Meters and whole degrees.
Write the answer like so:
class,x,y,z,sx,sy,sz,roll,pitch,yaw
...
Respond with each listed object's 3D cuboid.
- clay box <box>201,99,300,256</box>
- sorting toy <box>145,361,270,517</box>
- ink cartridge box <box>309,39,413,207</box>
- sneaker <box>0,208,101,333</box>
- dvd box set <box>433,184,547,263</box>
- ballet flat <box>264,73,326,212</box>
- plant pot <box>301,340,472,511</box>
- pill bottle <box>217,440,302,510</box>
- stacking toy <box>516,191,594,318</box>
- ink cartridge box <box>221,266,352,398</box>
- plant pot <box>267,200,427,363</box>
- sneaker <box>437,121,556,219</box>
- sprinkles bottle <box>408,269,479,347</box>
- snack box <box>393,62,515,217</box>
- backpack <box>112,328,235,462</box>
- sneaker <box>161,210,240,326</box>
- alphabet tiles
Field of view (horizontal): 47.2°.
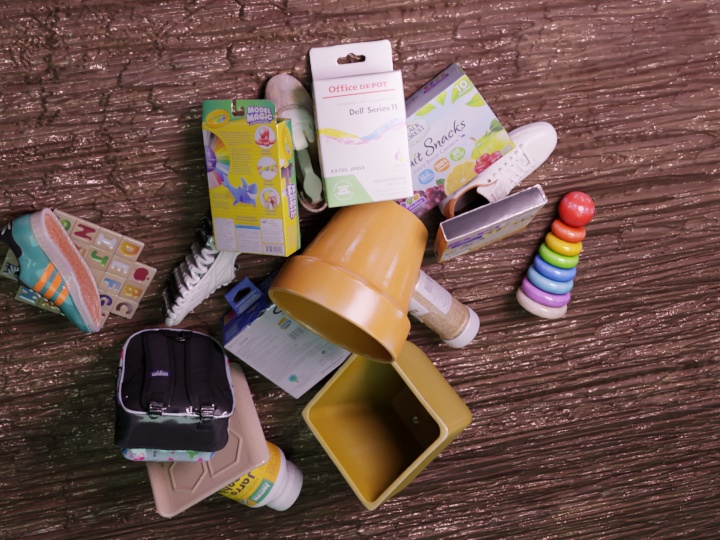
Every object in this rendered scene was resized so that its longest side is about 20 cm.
class,x,y,z,sx,sy,sz,roll,pitch,yaw
clay box,-0.143,-0.124,1.080,0.114,0.048,0.202,5,109,22
sorting toy,-0.251,0.269,1.313,0.199,0.186,0.036,-29,148,8
ink cartridge box,-0.001,-0.190,1.058,0.116,0.067,0.202,-8,101,-3
sneaker,-0.430,0.009,1.149,0.079,0.072,0.202,-15,122,5
dvd box set,0.178,-0.062,1.171,0.145,0.200,0.030,-21,82,0
ballet flat,-0.077,-0.164,1.107,0.067,0.067,0.201,-19,126,0
plant pot,0.066,0.233,1.337,0.195,0.196,0.199,-49,156,22
pill bottle,-0.199,0.336,1.408,0.113,0.113,0.199,-43,123,18
stacking toy,0.314,-0.028,1.286,0.084,0.086,0.202,7,119,-17
ink cartridge box,-0.121,0.090,1.273,0.136,0.077,0.200,-39,125,15
plant pot,0.000,0.000,1.148,0.200,0.199,0.184,38,72,-31
sneaker,0.205,-0.130,1.183,0.199,0.085,0.073,-36,122,13
sprinkles bottle,0.103,0.046,1.296,0.068,0.069,0.199,-42,122,18
snack box,0.095,-0.171,1.149,0.199,0.053,0.142,-36,123,14
backpack,-0.280,0.183,1.230,0.176,0.201,0.152,5,128,-20
sneaker,-0.226,0.009,1.200,0.081,0.075,0.201,19,120,-34
alphabet tiles,-0.407,0.002,1.191,0.199,0.006,0.167,22,117,-25
